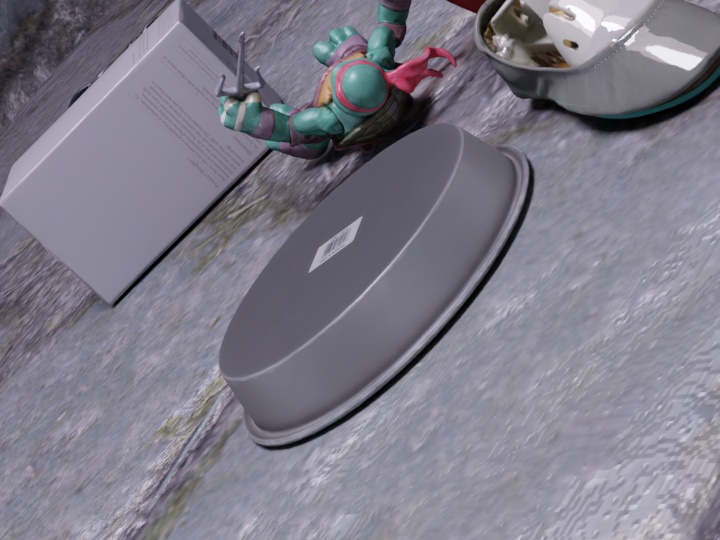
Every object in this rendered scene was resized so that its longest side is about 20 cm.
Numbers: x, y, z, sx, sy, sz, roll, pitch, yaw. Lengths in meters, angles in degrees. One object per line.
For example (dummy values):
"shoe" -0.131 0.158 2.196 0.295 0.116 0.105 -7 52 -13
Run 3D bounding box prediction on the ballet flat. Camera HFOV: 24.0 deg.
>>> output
"ballet flat" 0.105 -0.113 0.816 0.067 0.064 0.200 -48 17 -7

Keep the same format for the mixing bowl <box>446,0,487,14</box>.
"mixing bowl" 0.108 -0.210 0.948 0.200 0.108 0.200 -40 18 16

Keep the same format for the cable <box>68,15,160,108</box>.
"cable" -0.289 -0.253 2.083 0.200 0.051 0.163 -38 19 28

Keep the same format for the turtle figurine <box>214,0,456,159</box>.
"turtle figurine" -0.016 -0.120 1.059 0.150 0.101 0.200 -37 2 -5

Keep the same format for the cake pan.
"cake pan" 0.000 0.000 0.856 0.200 0.037 0.200 -42 17 16

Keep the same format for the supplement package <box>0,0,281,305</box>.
"supplement package" -0.170 -0.096 1.329 0.200 0.121 0.120 -43 18 8
